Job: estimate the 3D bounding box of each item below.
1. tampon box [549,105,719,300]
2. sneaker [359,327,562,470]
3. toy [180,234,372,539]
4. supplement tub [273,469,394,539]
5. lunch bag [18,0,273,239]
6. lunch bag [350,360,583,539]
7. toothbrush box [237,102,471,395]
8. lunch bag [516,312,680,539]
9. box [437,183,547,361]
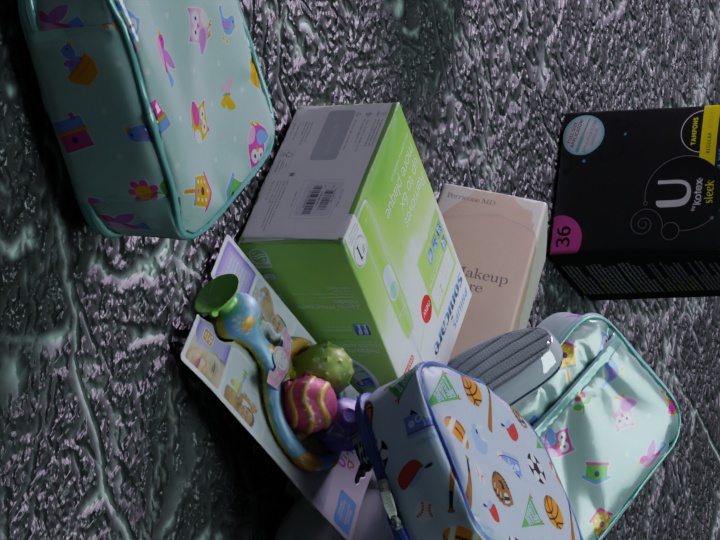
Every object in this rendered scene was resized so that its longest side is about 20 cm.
[{"bbox_3d":[0.296,-0.063,2.243,0.126,0.199,0.150,44,49,-57],"label":"tampon box"},{"bbox_3d":[0.073,0.119,1.761,0.071,0.200,0.073,48,12,-29],"label":"sneaker"},{"bbox_3d":[-0.037,0.077,1.605,0.200,0.047,0.115,48,40,-29],"label":"toy"},{"bbox_3d":[0.022,0.247,1.709,0.200,0.122,0.123,65,33,-42],"label":"supplement tub"},{"bbox_3d":[-0.125,-0.125,1.428,0.160,0.077,0.200,-59,140,-52],"label":"lunch bag"},{"bbox_3d":[0.076,0.155,1.615,0.200,0.075,0.161,26,39,-55],"label":"lunch bag"},{"bbox_3d":[0.000,0.000,1.715,0.146,0.086,0.200,-68,149,-41],"label":"toothbrush box"},{"bbox_3d":[0.160,0.140,1.958,0.200,0.077,0.160,-48,114,-19],"label":"lunch bag"},{"bbox_3d":[0.084,0.036,1.874,0.078,0.095,0.200,88,14,-52],"label":"box"}]
